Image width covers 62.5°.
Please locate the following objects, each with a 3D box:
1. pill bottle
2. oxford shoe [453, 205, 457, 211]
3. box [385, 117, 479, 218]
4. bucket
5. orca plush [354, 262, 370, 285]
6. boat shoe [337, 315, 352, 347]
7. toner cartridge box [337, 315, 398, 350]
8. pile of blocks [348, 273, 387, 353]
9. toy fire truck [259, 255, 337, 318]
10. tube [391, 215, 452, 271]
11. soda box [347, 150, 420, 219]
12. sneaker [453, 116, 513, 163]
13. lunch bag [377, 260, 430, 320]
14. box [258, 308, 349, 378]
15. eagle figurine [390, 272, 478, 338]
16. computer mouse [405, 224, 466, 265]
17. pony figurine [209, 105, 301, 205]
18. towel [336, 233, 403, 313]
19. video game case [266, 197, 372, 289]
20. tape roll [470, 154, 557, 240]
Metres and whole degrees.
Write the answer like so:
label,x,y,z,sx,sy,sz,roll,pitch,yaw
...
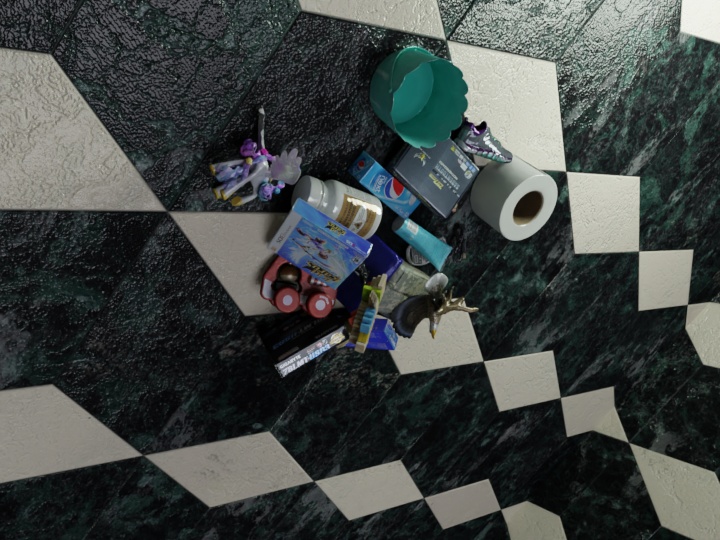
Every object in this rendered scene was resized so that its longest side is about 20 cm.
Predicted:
label,x,y,z,sx,sy,sz,roll,pitch,yaw
pill bottle,-0.057,-0.151,1.408,0.199,0.114,0.115,17,112,-34
oxford shoe,0.210,-0.226,1.559,0.075,0.070,0.200,-48,134,4
box,0.182,-0.251,1.472,0.200,0.051,0.158,40,82,-25
bucket,0.127,-0.393,1.335,0.206,0.135,0.208,-17,130,-22
orca plush,-0.046,-0.049,1.458,0.105,0.071,0.201,-38,94,-27
boat shoe,-0.056,0.167,1.577,0.072,0.199,0.065,-52,122,-43
toner cartridge box,-0.004,0.171,1.641,0.095,0.199,0.043,61,40,-45
pile of blocks,0.008,0.096,1.451,0.082,0.062,0.201,83,23,-68
toy fire truck,-0.146,0.023,1.488,0.198,0.112,0.169,11,90,-17
tube,0.171,-0.079,1.624,0.199,0.050,0.078,34,87,-30
soda box,0.062,-0.208,1.477,0.064,0.068,0.200,-49,134,9
sneaker,0.338,-0.340,1.557,0.199,0.074,0.088,6,114,-35
lunch bag,0.087,0.054,1.635,0.199,0.139,0.168,26,100,-43
box,-0.148,0.167,1.527,0.199,0.198,0.050,-30,115,-9
eagle figurine,0.185,0.109,1.575,0.152,0.200,0.151,40,68,-13
computer mouse,0.211,-0.065,1.690,0.199,0.044,0.111,-10,103,-21
pony figurine,-0.214,-0.221,1.256,0.199,0.167,0.193,-26,165,-18
towel,0.000,0.000,1.550,0.200,0.148,0.050,-49,168,13
video game case,-0.099,-0.056,1.377,0.199,0.046,0.181,32,145,-10
tape roll,0.428,-0.204,1.666,0.201,0.139,0.204,-17,129,-22
